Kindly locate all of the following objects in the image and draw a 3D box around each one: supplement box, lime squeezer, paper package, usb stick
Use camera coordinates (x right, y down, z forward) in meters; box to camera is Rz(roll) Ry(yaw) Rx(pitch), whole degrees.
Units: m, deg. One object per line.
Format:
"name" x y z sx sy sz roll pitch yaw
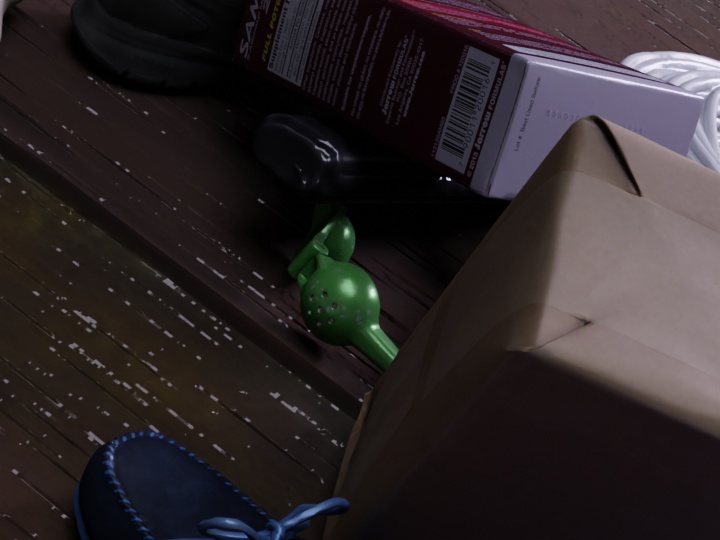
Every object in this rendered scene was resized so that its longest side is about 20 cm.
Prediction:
"supplement box" 0.042 -0.085 0.855 0.109 0.061 0.200 6 17 -38
"lime squeezer" 0.000 0.000 0.858 0.070 0.038 0.200 5 41 -27
"paper package" 0.108 0.068 0.696 0.190 0.200 0.104 24 53 -7
"usb stick" 0.029 -0.051 0.909 0.055 0.033 0.200 33 21 34

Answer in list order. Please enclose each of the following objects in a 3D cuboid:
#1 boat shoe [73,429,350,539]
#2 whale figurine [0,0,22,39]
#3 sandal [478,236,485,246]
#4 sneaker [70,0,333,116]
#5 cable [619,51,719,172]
"boat shoe" -0.017 0.120 0.678 0.200 0.069 0.084 40 38 17
"whale figurine" -0.247 -0.170 0.881 0.200 0.104 0.159 42 31 -22
"sandal" 0.080 -0.005 0.783 0.075 0.200 0.045 -17 69 -15
"sneaker" -0.037 -0.131 0.948 0.199 0.091 0.076 4 40 -30
"cable" 0.203 -0.031 0.977 0.200 0.069 0.200 44 34 18
